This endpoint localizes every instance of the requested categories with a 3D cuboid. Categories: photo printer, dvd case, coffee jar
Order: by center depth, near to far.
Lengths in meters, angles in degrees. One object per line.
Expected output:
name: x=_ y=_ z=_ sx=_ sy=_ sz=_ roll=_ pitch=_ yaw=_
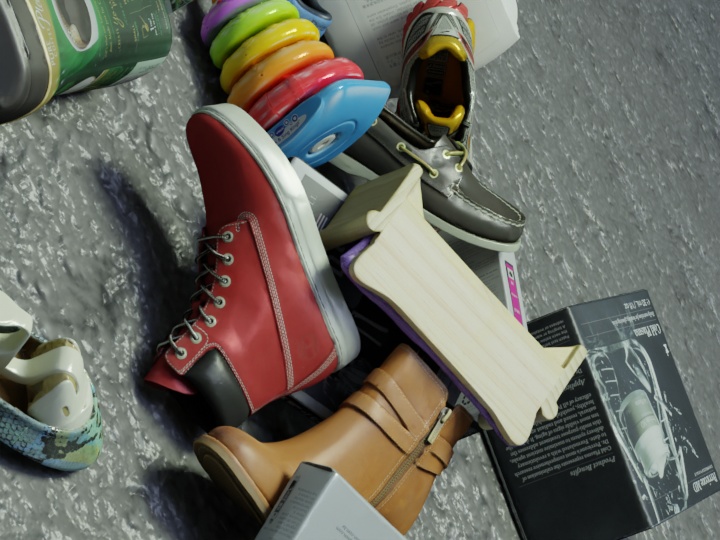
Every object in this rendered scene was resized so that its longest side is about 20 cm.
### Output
coffee jar: x=-0.206 y=-0.155 z=1.165 sx=0.200 sy=0.085 sz=0.105 roll=-33 pitch=104 yaw=-62
dvd case: x=-0.007 y=0.036 z=1.303 sx=0.199 sy=0.025 sz=0.151 roll=36 pitch=68 yaw=-21
photo printer: x=0.037 y=-0.247 z=1.553 sx=0.070 sy=0.165 sz=0.201 roll=-89 pitch=156 yaw=-60

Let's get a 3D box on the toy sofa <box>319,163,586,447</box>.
toy sofa: x=0.054 y=0.032 z=1.275 sx=0.200 sy=0.083 sz=0.098 roll=46 pitch=61 yaw=-17

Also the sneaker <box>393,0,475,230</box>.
sneaker: x=0.058 y=-0.123 z=1.536 sx=0.082 sy=0.077 sz=0.202 roll=-89 pitch=178 yaw=-60

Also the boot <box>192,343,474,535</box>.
boot: x=-0.014 y=0.111 z=1.218 sx=0.073 sy=0.155 sz=0.200 roll=33 pitch=-9 yaw=41

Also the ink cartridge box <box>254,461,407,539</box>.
ink cartridge box: x=-0.021 y=0.258 z=1.163 sx=0.200 sy=0.040 sz=0.201 roll=48 pitch=64 yaw=-35

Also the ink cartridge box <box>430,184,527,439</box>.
ink cartridge box: x=0.087 y=0.036 z=1.511 sx=0.037 sy=0.094 sz=0.202 roll=28 pitch=45 yaw=-49

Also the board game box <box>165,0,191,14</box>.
board game box: x=-0.122 y=-0.281 z=1.285 sx=0.148 sy=0.199 sz=0.065 roll=48 pitch=31 yaw=-28

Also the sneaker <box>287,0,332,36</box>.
sneaker: x=-0.080 y=-0.273 z=1.484 sx=0.066 sy=0.078 sz=0.202 roll=-13 pitch=78 yaw=-59

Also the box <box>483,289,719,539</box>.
box: x=0.204 y=0.134 z=1.611 sx=0.200 sy=0.123 sz=0.198 roll=-9 pitch=78 yaw=-61

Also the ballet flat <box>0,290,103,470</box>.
ballet flat: x=-0.199 y=0.052 z=1.036 sx=0.200 sy=0.074 sz=0.075 roll=38 pitch=38 yaw=-41

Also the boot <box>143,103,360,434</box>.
boot: x=-0.098 y=0.001 z=1.205 sx=0.144 sy=0.072 sz=0.201 roll=-28 pitch=99 yaw=-29

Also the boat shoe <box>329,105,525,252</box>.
boat shoe: x=0.050 y=-0.085 z=1.475 sx=0.200 sy=0.061 sz=0.072 roll=30 pitch=19 yaw=3

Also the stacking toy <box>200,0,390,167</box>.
stacking toy: x=-0.079 y=-0.178 z=1.405 sx=0.201 sy=0.116 sz=0.110 roll=58 pitch=24 yaw=11
